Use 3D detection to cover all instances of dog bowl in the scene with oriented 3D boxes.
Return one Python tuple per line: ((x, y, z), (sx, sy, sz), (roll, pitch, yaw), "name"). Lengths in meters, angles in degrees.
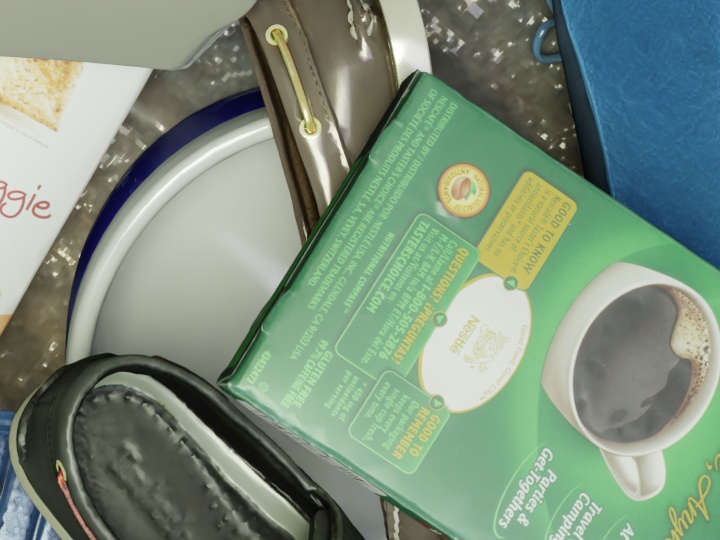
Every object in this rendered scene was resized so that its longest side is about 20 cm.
((-0.010, 0.032, 1.005), (0.198, 0.079, 0.202), (-2, 103, -7), "dog bowl")

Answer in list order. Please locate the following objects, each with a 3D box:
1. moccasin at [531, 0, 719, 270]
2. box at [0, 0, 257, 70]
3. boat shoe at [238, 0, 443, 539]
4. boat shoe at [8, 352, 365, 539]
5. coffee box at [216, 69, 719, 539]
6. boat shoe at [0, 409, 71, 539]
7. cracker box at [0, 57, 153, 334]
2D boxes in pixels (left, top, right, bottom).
((0.098, -0.068, 0.990), (0.080, 0.068, 0.202), (2, 76, -6), "moccasin")
((-0.090, -0.181, 0.871), (0.108, 0.128, 0.202), (3, 73, -23), "box")
((0.000, 0.000, 0.921), (0.059, 0.072, 0.202), (-9, 99, -9), "boat shoe")
((-0.029, 0.107, 0.870), (0.201, 0.063, 0.074), (46, 70, -9), "boat shoe")
((0.067, 0.042, 0.869), (0.199, 0.044, 0.123), (33, 81, -6), "coffee box")
((-0.073, 0.102, 0.929), (0.199, 0.072, 0.073), (22, 82, -12), "boat shoe")
((-0.149, -0.079, 0.970), (0.133, 0.058, 0.201), (29, 97, -13), "cracker box")
